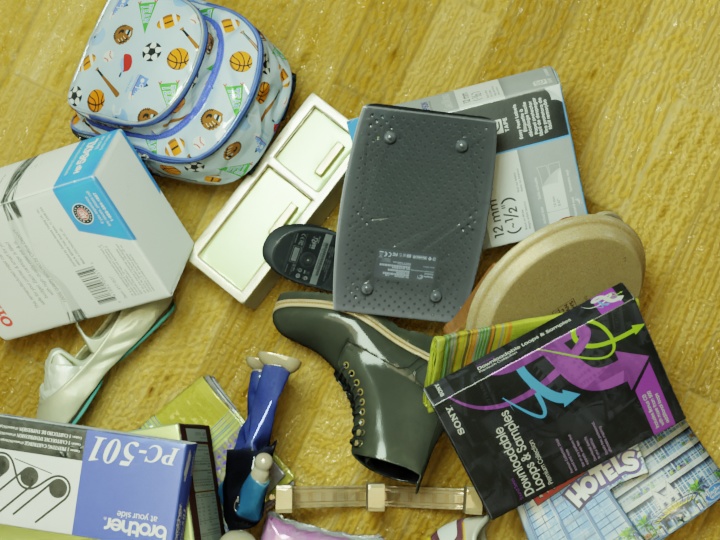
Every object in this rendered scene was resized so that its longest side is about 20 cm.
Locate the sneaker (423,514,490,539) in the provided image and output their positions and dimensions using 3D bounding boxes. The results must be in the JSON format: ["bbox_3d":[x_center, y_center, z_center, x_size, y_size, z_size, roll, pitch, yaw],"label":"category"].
[{"bbox_3d":[0.125,0.324,1.516,0.090,0.075,0.201,-29,82,9],"label":"sneaker"}]

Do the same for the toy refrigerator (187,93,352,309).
[{"bbox_3d":[-0.075,-0.066,1.586,0.076,0.070,0.200,38,89,10],"label":"toy refrigerator"}]

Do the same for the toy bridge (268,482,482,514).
[{"bbox_3d":[0.013,0.213,1.544,0.199,0.067,0.027,1,85,-1],"label":"toy bridge"}]

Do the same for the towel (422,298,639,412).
[{"bbox_3d":[0.153,0.075,1.463,0.199,0.086,0.018,-10,44,-17],"label":"towel"}]

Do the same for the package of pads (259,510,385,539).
[{"bbox_3d":[-0.051,0.333,1.529,0.120,0.076,0.201,13,87,-5],"label":"package of pads"}]

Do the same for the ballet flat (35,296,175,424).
[{"bbox_3d":[-0.264,0.080,1.594,0.069,0.069,0.200,39,83,10],"label":"ballet flat"}]

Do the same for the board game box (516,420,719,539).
[{"bbox_3d":[0.207,0.175,1.527,0.200,0.062,0.200,-35,82,3],"label":"board game box"}]

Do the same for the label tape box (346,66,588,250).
[{"bbox_3d":[0.101,-0.093,1.534,0.199,0.066,0.144,-15,114,2],"label":"label tape box"}]

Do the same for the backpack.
[{"bbox_3d":[-0.167,-0.176,1.556,0.190,0.154,0.201,19,87,22],"label":"backpack"}]

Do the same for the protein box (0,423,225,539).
[{"bbox_3d":[-0.232,0.256,1.518,0.198,0.135,0.201,-10,82,6],"label":"protein box"}]

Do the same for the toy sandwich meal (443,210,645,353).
[{"bbox_3d":[0.167,0.022,1.495,0.205,0.205,0.070,-38,46,2],"label":"toy sandwich meal"}]

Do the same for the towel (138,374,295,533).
[{"bbox_3d":[-0.178,0.211,1.594,0.200,0.023,0.144,-39,81,2],"label":"towel"}]

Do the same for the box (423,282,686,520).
[{"bbox_3d":[0.172,0.118,1.451,0.199,0.036,0.143,-28,118,1],"label":"box"}]

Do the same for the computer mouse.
[{"bbox_3d":[0.000,0.000,1.559,0.199,0.034,0.059,18,100,-19],"label":"computer mouse"}]

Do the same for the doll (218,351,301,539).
[{"bbox_3d":[-0.100,0.177,1.517,0.048,0.136,0.201,15,76,-16],"label":"doll"}]

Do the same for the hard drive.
[{"bbox_3d":[0.047,-0.053,1.492,0.134,0.042,0.201,6,115,-5],"label":"hard drive"}]

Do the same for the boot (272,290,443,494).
[{"bbox_3d":[-0.007,0.110,1.531,0.199,0.078,0.139,19,62,10],"label":"boot"}]

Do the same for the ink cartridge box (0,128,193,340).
[{"bbox_3d":[-0.282,-0.031,1.541,0.199,0.084,0.146,-14,125,25],"label":"ink cartridge box"}]

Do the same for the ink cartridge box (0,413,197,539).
[{"bbox_3d":[-0.248,0.182,1.437,0.199,0.044,0.095,7,86,8],"label":"ink cartridge box"}]
